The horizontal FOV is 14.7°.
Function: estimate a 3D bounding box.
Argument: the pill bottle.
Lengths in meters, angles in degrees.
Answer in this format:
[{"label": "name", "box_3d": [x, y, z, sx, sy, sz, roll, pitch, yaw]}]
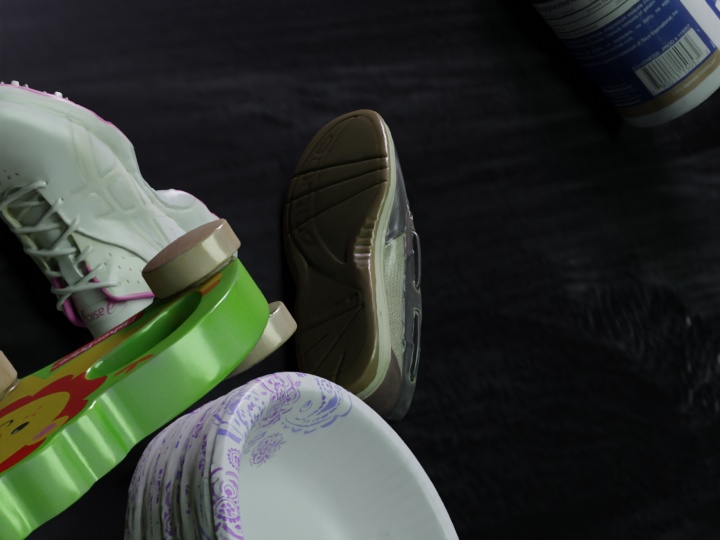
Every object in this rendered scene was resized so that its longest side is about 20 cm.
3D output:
[{"label": "pill bottle", "box_3d": [0.178, -0.208, 1.989, 0.200, 0.111, 0.111, 49, 32, -21]}]

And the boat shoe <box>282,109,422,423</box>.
[{"label": "boat shoe", "box_3d": [0.001, 0.000, 1.596, 0.066, 0.072, 0.201, 45, 33, -43]}]

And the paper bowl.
[{"label": "paper bowl", "box_3d": [-0.039, 0.159, 1.361, 0.201, 0.104, 0.201, 37, 37, -35]}]

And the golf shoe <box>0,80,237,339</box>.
[{"label": "golf shoe", "box_3d": [-0.138, -0.020, 1.394, 0.200, 0.075, 0.092, 36, 42, -35]}]

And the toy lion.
[{"label": "toy lion", "box_3d": [-0.133, 0.070, 1.212, 0.069, 0.200, 0.192, 57, 11, -11]}]
